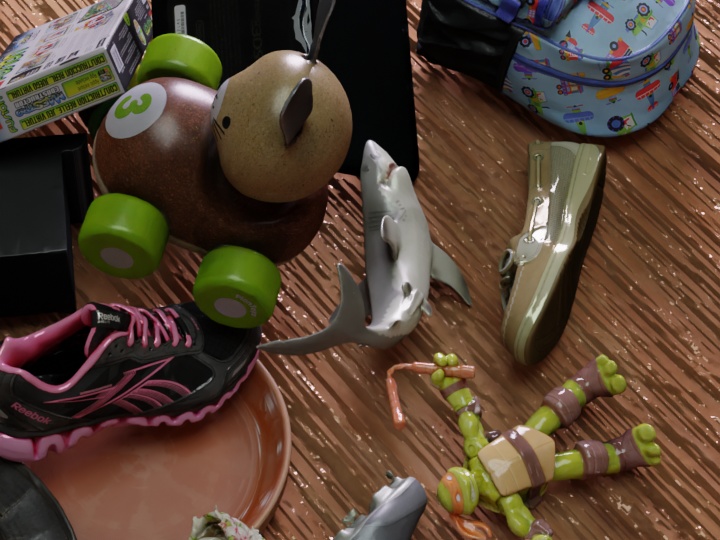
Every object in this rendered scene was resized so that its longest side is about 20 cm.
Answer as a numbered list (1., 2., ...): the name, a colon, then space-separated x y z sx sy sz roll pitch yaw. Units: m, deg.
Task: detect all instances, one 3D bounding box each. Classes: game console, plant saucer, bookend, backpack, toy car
1. game console: -0.056 -0.161 1.259 0.174 0.116 0.203 -6 79 9
2. plant saucer: -0.144 0.120 1.122 0.198 0.032 0.202 1 55 -2
3. bookend: -0.274 0.019 1.152 0.197 0.093 0.201 -6 56 -8
4. backpack: 0.164 -0.206 1.305 0.199 0.135 0.183 32 60 16
5. toy car: -0.069 -0.092 1.054 0.156 0.200 0.166 24 56 -14

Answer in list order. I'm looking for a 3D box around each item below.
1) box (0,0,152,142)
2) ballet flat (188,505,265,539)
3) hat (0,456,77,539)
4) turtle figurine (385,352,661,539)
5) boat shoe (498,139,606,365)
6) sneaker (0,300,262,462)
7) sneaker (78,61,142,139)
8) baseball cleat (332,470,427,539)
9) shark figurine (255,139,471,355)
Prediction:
1. box: -0.211 -0.149 1.227 0.109 0.035 0.200 -21 20 8
2. ballet flat: -0.114 0.218 0.987 0.075 0.064 0.201 -13 32 35
3. hat: -0.268 0.175 1.023 0.198 0.081 0.202 -7 53 10
4. turtle figurine: 0.112 0.130 1.105 0.160 0.065 0.201 -21 62 -23
5. boat shoe: 0.125 -0.017 1.208 0.062 0.074 0.202 11 52 15
6. sneaker: -0.149 0.053 1.089 0.198 0.096 0.079 -19 54 -25
7. sneaker: -0.107 -0.124 1.282 0.198 0.078 0.086 -25 77 -18
8. baseball cleat: -0.003 0.222 1.044 0.106 0.070 0.200 39 66 7
9. shark figurine: 0.004 0.020 1.165 0.089 0.129 0.215 -25 23 27
